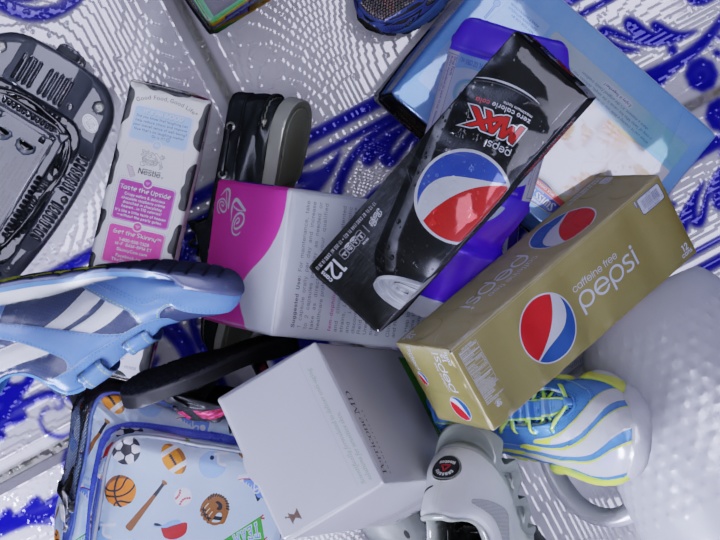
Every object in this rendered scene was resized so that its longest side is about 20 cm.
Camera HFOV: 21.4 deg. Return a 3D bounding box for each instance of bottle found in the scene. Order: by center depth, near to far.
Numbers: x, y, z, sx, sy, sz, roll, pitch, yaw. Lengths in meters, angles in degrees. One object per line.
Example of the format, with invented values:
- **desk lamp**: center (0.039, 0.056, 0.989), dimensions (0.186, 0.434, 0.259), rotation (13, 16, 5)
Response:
- **bottle**: center (0.077, -0.064, 1.274), dimensions (0.083, 0.065, 0.201), rotation (17, 98, 3)

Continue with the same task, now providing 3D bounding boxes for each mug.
- **mug**: center (0.212, 0.105, 1.325), dimensions (0.199, 0.147, 0.176), rotation (-28, 82, 28)

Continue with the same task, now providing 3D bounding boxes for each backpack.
- **backpack**: center (-0.131, 0.182, 1.362), dimensions (0.199, 0.154, 0.192), rotation (11, 102, -8)

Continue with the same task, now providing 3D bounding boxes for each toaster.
- **toaster**: center (-0.252, -0.069, 1.341), dimensions (0.113, 0.129, 0.201), rotation (30, 90, -5)

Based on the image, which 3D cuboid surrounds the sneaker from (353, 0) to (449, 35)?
- **sneaker**: center (0.055, -0.261, 1.376), dimensions (0.075, 0.078, 0.201), rotation (31, 87, 15)

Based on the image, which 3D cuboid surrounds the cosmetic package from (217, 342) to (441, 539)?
- **cosmetic package**: center (-0.004, 0.116, 1.300), dimensions (0.085, 0.200, 0.108), rotation (-30, 77, 16)

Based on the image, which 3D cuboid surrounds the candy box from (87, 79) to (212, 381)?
- **candy box**: center (-0.154, -0.029, 1.349), dimensions (0.061, 0.136, 0.201), rotation (13, 93, -5)

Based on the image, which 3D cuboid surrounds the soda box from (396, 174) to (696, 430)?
- **soda box**: center (0.122, 0.017, 1.244), dimensions (0.200, 0.068, 0.064), rotation (-38, 110, -24)

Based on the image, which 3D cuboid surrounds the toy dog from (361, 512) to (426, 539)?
- **toy dog**: center (0.098, 0.225, 1.397), dimensions (0.199, 0.132, 0.096), rotation (26, 128, -13)

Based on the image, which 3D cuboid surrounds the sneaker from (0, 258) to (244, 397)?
- **sneaker**: center (-0.171, 0.037, 1.249), dimensions (0.199, 0.074, 0.083), rotation (-8, 92, 6)

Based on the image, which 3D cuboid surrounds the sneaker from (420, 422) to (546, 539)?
- **sneaker**: center (0.086, 0.203, 1.280), dimensions (0.074, 0.089, 0.201), rotation (-6, 128, 35)

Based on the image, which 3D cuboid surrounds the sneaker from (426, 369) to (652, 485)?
- **sneaker**: center (0.109, 0.103, 1.272), dimensions (0.104, 0.200, 0.076), rotation (-1, 93, -23)

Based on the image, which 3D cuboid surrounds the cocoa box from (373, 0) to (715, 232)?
- **cocoa box**: center (0.128, -0.111, 1.371), dimensions (0.200, 0.131, 0.134), rotation (40, 89, -6)

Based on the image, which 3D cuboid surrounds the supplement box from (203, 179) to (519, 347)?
- **supplement box**: center (0.000, 0.000, 1.340), dimensions (0.199, 0.101, 0.104), rotation (5, 93, -36)

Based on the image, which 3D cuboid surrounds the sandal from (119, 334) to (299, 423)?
- **sandal**: center (-0.094, 0.077, 1.305), dimensions (0.075, 0.200, 0.045), rotation (-9, 92, 24)

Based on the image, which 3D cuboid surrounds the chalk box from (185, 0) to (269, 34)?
- **chalk box**: center (-0.085, -0.250, 1.310), dimensions (0.124, 0.200, 0.125), rotation (-33, 96, -2)

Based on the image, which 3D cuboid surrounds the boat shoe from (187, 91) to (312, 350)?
- **boat shoe**: center (-0.093, -0.036, 1.390), dimensions (0.066, 0.074, 0.200), rotation (19, 107, 19)

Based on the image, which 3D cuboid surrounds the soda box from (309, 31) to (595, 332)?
- **soda box**: center (0.059, -0.056, 1.208), dimensions (0.063, 0.071, 0.200), rotation (42, 102, 5)

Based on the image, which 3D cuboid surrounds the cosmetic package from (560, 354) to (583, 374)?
- **cosmetic package**: center (0.219, 0.100, 1.421), dimensions (0.101, 0.074, 0.200), rotation (-35, 94, -1)
